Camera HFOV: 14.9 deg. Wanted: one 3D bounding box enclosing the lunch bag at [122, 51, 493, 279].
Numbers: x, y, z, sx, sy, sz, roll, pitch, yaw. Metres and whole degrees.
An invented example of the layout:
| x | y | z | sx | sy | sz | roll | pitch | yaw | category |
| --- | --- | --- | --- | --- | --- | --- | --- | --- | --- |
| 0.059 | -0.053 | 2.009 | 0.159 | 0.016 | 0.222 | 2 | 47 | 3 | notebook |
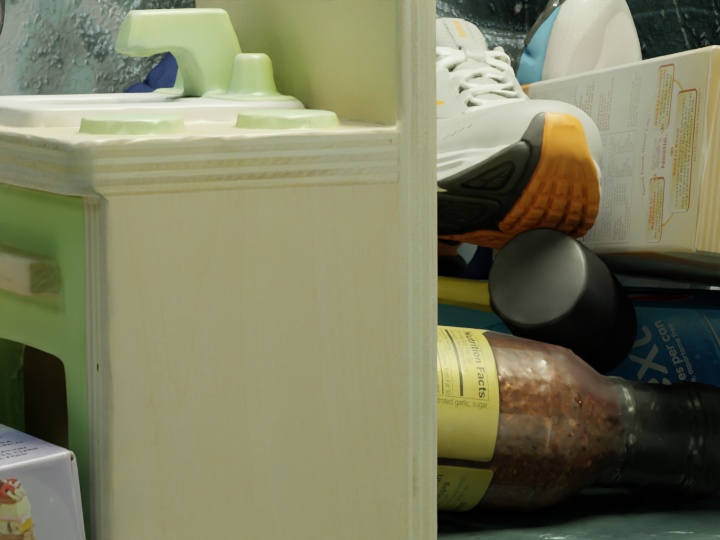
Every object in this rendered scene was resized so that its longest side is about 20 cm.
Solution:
| x | y | z | sx | sy | sz | roll | pitch | yaw | category |
| --- | --- | --- | --- | --- | --- | --- | --- | --- | --- |
| -0.036 | -0.036 | 1.214 | 0.136 | 0.132 | 0.200 | 47 | -6 | -28 | lunch bag |

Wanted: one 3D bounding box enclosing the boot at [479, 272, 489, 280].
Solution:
| x | y | z | sx | sy | sz | roll | pitch | yaw | category |
| --- | --- | --- | --- | --- | --- | --- | --- | --- | --- |
| 0.026 | 0.006 | 1.329 | 0.181 | 0.073 | 0.200 | 6 | 12 | 1 | boot |

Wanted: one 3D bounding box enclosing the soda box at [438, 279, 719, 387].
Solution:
| x | y | z | sx | sy | sz | roll | pitch | yaw | category |
| --- | --- | --- | --- | --- | --- | --- | --- | --- | --- |
| 0.074 | 0.039 | 1.049 | 0.199 | 0.064 | 0.068 | 2 | 6 | 18 | soda box |

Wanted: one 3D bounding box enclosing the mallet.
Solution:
| x | y | z | sx | sy | sz | roll | pitch | yaw | category |
| --- | --- | --- | --- | --- | --- | --- | --- | --- | --- |
| 0.000 | 0.000 | 1.000 | 0.199 | 0.041 | 0.066 | 10 | -16 | 18 | mallet |

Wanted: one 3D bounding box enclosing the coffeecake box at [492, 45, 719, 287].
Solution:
| x | y | z | sx | sy | sz | roll | pitch | yaw | category |
| --- | --- | --- | --- | --- | --- | --- | --- | --- | --- |
| 0.154 | -0.031 | 1.016 | 0.153 | 0.073 | 0.200 | 6 | -2 | -17 | coffeecake box |

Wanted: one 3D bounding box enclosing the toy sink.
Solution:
| x | y | z | sx | sy | sz | roll | pitch | yaw | category |
| --- | --- | --- | --- | --- | --- | --- | --- | --- | --- |
| -0.057 | 0.001 | 0.787 | 0.112 | 0.201 | 0.130 | -3 | 8 | -30 | toy sink |

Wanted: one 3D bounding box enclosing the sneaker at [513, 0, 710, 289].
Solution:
| x | y | z | sx | sy | sz | roll | pitch | yaw | category |
| --- | --- | --- | --- | --- | --- | --- | --- | --- | --- |
| 0.116 | -0.031 | 1.148 | 0.086 | 0.201 | 0.075 | 16 | 39 | 33 | sneaker |

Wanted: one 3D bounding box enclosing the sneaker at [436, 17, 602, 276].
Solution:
| x | y | z | sx | sy | sz | roll | pitch | yaw | category |
| --- | --- | --- | --- | --- | --- | --- | --- | --- | --- |
| 0.035 | -0.055 | 1.024 | 0.075 | 0.092 | 0.200 | 11 | -9 | -19 | sneaker |

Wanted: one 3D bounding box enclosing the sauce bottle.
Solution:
| x | y | z | sx | sy | sz | roll | pitch | yaw | category |
| --- | --- | --- | --- | --- | --- | --- | --- | --- | --- |
| 0.031 | 0.052 | 0.935 | 0.199 | 0.066 | 0.066 | 8 | 3 | -21 | sauce bottle |

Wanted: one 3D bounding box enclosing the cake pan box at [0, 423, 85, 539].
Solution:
| x | y | z | sx | sy | sz | roll | pitch | yaw | category |
| --- | --- | --- | --- | --- | --- | --- | --- | --- | --- |
| -0.199 | 0.076 | 0.745 | 0.199 | 0.053 | 0.184 | -10 | 9 | -27 | cake pan box |

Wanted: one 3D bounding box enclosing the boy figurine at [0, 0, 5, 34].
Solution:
| x | y | z | sx | sy | sz | roll | pitch | yaw | category |
| --- | --- | --- | --- | --- | --- | --- | --- | --- | --- |
| -0.204 | -0.066 | 1.212 | 0.124 | 0.065 | 0.200 | 14 | -32 | -10 | boy figurine |
